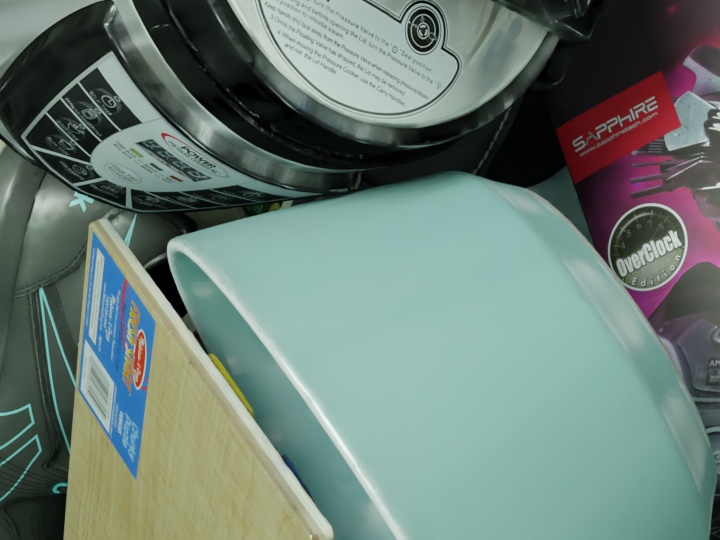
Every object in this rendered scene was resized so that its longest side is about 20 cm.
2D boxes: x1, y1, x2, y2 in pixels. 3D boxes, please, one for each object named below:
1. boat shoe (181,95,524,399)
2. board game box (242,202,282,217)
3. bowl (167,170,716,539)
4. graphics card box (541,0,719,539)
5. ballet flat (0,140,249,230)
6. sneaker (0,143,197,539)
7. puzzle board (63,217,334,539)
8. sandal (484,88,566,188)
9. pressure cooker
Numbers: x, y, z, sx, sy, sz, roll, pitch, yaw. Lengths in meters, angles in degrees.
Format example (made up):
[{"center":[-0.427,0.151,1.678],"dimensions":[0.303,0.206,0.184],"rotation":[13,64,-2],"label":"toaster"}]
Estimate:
[{"center":[0.000,0.000,0.945],"dimensions":[0.200,0.072,0.063],"rotation":[-52,41,11],"label":"boat shoe"},{"center":[-0.079,-0.027,1.080],"dimensions":[0.104,0.023,0.201],"rotation":[29,106,28],"label":"board game box"},{"center":[0.036,0.049,0.840],"dimensions":[0.105,0.201,0.201],"rotation":[-33,73,-8],"label":"bowl"},{"center":[0.140,-0.022,0.906],"dimensions":[0.125,0.051,0.201],"rotation":[-26,65,22],"label":"graphics card box"},{"center":[-0.135,-0.017,1.063],"dimensions":[0.199,0.069,0.070],"rotation":[3,93,30],"label":"ballet flat"},{"center":[-0.107,0.045,1.001],"dimensions":[0.079,0.076,0.201],"rotation":[16,128,8],"label":"sneaker"},{"center":[-0.058,0.099,0.931],"dimensions":[0.151,0.017,0.201],"rotation":[53,148,34],"label":"puzzle board"},{"center":[0.007,-0.112,1.002],"dimensions":[0.075,0.045,0.200],"rotation":[-46,72,-2],"label":"sandal"},{"center":[-0.029,-0.115,0.836],"dimensions":[0.199,0.175,0.180],"rotation":[-4,108,50],"label":"pressure cooker"}]
